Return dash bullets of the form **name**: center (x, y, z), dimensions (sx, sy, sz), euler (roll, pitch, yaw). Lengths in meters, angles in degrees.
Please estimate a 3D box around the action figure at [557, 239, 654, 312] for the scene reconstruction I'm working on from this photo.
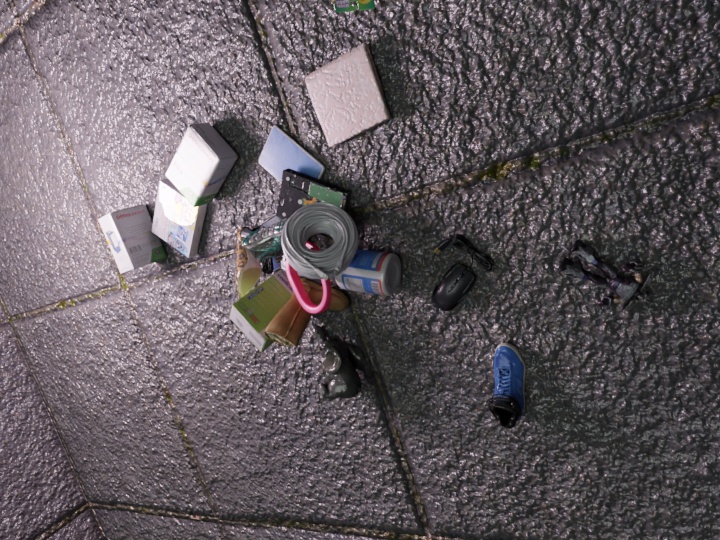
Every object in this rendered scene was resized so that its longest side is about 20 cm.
- **action figure**: center (0.530, 0.019, 1.137), dimensions (0.199, 0.069, 0.131), euler (32, 115, 14)

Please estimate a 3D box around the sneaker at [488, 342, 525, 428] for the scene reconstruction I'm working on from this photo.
- **sneaker**: center (0.359, 0.288, 1.305), dimensions (0.076, 0.111, 0.202), euler (0, 107, 30)

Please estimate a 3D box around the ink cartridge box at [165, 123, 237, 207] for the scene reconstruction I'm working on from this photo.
- **ink cartridge box**: center (-0.479, -0.317, 1.599), dimensions (0.145, 0.087, 0.200), euler (47, 125, 8)

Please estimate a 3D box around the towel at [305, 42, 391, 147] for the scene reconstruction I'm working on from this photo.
- **towel**: center (-0.032, -0.435, 1.334), dimensions (0.198, 0.032, 0.193), euler (-15, 99, 34)

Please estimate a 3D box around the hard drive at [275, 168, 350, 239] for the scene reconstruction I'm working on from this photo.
- **hard drive**: center (-0.132, -0.183, 1.464), dimensions (0.198, 0.038, 0.141), euler (22, 118, 16)

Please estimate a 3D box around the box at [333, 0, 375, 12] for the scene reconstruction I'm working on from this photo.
- **box**: center (-0.008, -0.703, 1.217), dimensions (0.116, 0.048, 0.202), euler (9, 109, 27)

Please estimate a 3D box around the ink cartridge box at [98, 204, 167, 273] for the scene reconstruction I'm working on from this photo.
- **ink cartridge box**: center (-0.779, -0.110, 1.823), dimensions (0.087, 0.145, 0.202), euler (-13, 101, 35)

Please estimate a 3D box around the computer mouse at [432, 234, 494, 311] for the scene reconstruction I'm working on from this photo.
- **computer mouse**: center (0.222, 0.009, 1.328), dimensions (0.140, 0.046, 0.200), euler (45, 124, 8)

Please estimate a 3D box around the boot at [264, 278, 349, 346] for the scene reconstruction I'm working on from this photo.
- **boot**: center (-0.146, 0.132, 1.489), dimensions (0.173, 0.201, 0.066), euler (19, 142, 12)

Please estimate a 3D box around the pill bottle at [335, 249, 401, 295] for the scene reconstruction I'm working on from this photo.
- **pill bottle**: center (0.000, 0.000, 1.419), dimensions (0.198, 0.112, 0.114), euler (9, 111, 28)

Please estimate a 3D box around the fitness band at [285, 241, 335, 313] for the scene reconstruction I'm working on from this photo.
- **fitness band**: center (-0.138, 0.019, 1.440), dimensions (0.144, 0.037, 0.201), euler (-42, 67, 39)

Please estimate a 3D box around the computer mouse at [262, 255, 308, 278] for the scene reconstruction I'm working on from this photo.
- **computer mouse**: center (-0.197, -0.028, 1.531), dimensions (0.198, 0.044, 0.111), euler (13, 94, 18)

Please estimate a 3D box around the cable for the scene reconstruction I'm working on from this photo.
- **cable**: center (-0.102, -0.077, 1.369), dimensions (0.199, 0.201, 0.069), euler (28, 157, 15)

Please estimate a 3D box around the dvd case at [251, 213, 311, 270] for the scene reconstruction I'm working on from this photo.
- **dvd case**: center (-0.240, -0.092, 1.586), dimensions (0.199, 0.018, 0.144), euler (-27, 92, 35)

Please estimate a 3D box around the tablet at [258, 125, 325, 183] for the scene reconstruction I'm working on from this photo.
- **tablet**: center (-0.196, -0.296, 1.490), dimensions (0.200, 0.014, 0.131), euler (42, 123, 13)

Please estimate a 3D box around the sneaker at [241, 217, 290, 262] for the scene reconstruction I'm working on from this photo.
- **sneaker**: center (-0.228, -0.083, 1.487), dimensions (0.198, 0.078, 0.092), euler (-17, 120, 20)

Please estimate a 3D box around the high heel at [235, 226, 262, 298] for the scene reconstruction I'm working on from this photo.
- **high heel**: center (-0.352, -0.027, 1.595), dimensions (0.142, 0.071, 0.202), euler (25, 101, 51)

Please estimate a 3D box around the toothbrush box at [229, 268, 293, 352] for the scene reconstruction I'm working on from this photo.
- **toothbrush box**: center (-0.257, 0.114, 1.550), dimensions (0.146, 0.200, 0.086), euler (44, 146, 9)

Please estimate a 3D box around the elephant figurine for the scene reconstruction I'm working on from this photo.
- **elephant figurine**: center (-0.067, 0.264, 1.551), dimensions (0.153, 0.142, 0.203), euler (-3, 90, 2)

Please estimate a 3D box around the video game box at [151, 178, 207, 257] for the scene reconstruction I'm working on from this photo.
- **video game box**: center (-0.600, -0.173, 1.756), dimensions (0.181, 0.047, 0.201), euler (34, 121, 19)
